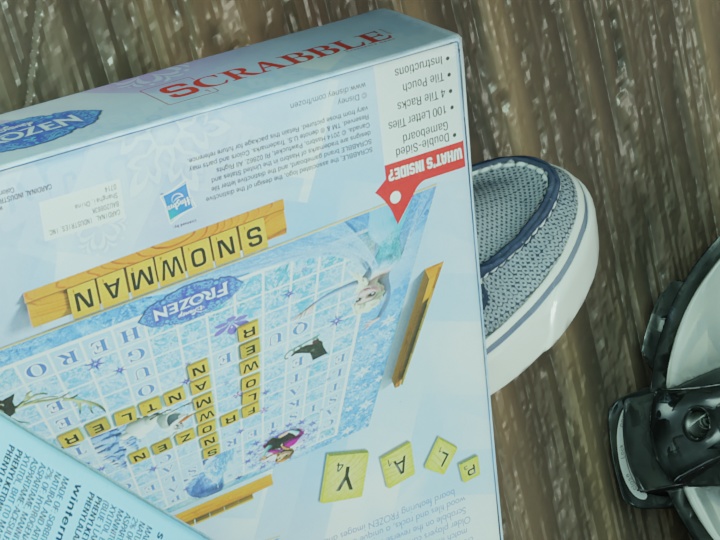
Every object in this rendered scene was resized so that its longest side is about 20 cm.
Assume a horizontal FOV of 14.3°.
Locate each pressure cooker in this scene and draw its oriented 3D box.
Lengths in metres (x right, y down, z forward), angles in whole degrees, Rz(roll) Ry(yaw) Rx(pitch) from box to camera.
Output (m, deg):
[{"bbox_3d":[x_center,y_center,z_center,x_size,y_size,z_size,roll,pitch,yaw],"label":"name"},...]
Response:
[{"bbox_3d":[0.198,0.050,1.041,0.176,0.179,0.200,-56,156,9],"label":"pressure cooker"}]

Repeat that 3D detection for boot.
[{"bbox_3d":[0.000,0.000,0.845,0.200,0.073,0.090,-43,132,-38],"label":"boot"}]

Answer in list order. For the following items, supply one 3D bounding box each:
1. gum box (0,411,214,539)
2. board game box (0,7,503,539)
[{"bbox_3d":[-0.098,0.057,0.565,0.200,0.170,0.045,39,66,-48],"label":"gum box"},{"bbox_3d":[-0.057,0.051,0.748,0.200,0.041,0.200,-17,114,-28],"label":"board game box"}]
